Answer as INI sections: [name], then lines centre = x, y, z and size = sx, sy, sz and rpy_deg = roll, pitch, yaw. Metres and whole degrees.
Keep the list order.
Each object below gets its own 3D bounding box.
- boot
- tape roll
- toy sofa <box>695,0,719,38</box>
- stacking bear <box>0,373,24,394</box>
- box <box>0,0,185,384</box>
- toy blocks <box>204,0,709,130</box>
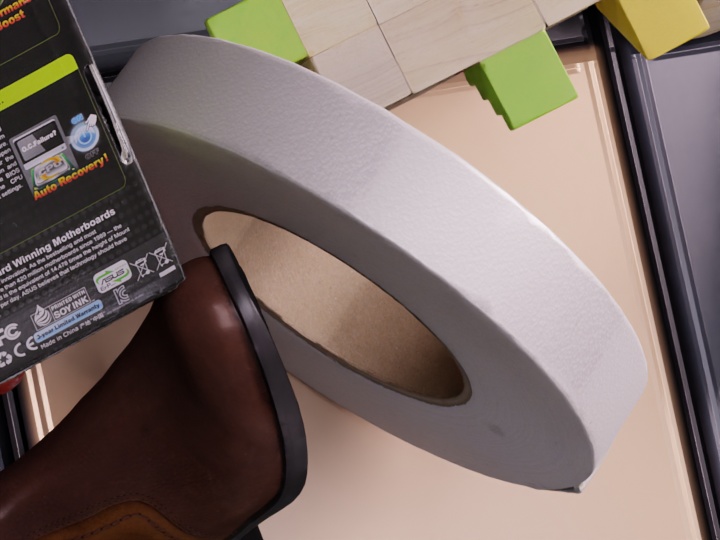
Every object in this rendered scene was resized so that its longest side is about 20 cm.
[boot]
centre = -0.124, 0.073, 0.874
size = 0.200, 0.188, 0.068
rpy_deg = -15, 68, -20
[tape roll]
centre = 0.000, 0.000, 0.907
size = 0.203, 0.203, 0.037
rpy_deg = 36, 73, -9
[toy sofa]
centre = 0.191, -0.166, 1.063
size = 0.200, 0.098, 0.083
rpy_deg = -16, 62, -18
[stacking bear]
centre = -0.207, 0.043, 0.875
size = 0.200, 0.121, 0.114
rpy_deg = -21, 125, -12
[box]
centre = -0.171, -0.034, 0.771
size = 0.200, 0.048, 0.193
rpy_deg = -29, 118, -12
[toy blocks]
centre = 0.036, -0.097, 0.974
size = 0.200, 0.137, 0.100
rpy_deg = -27, 92, -12
